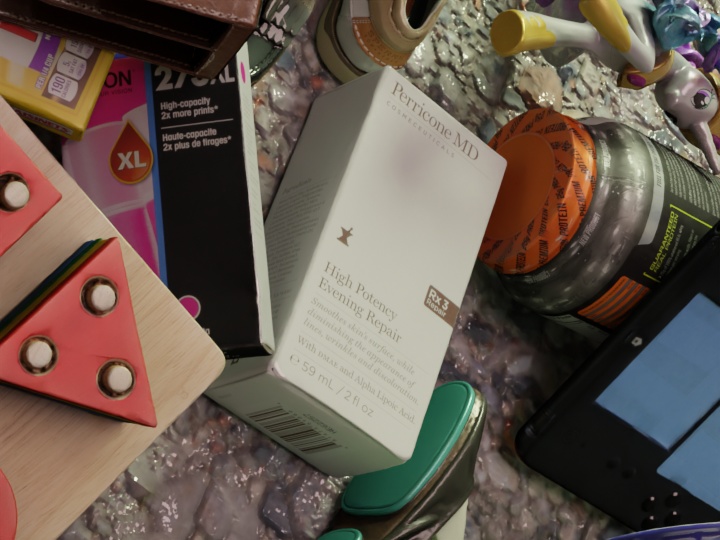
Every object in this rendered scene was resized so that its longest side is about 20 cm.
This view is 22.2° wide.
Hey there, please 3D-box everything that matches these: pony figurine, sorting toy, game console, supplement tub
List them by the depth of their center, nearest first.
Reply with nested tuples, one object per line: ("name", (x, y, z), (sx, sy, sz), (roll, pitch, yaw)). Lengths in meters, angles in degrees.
("sorting toy", (-0.181, 0.036, 0.792), (0.200, 0.070, 0.199), (-45, 106, -19))
("pony figurine", (0.146, -0.164, 1.067), (0.200, 0.166, 0.194), (25, 45, -43))
("game console", (0.211, 0.073, 1.079), (0.176, 0.200, 0.031), (31, 19, -34))
("supplement tub", (0.164, -0.014, 1.097), (0.199, 0.122, 0.123), (26, 62, -32))

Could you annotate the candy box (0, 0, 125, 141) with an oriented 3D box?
("candy box", (-0.149, -0.174, 0.906), (0.102, 0.026, 0.201), (21, 76, -9))

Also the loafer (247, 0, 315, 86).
("loafer", (-0.044, -0.187, 1.017), (0.072, 0.063, 0.201), (35, 57, -26))

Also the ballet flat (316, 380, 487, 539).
("ballet flat", (0.010, 0.147, 0.968), (0.200, 0.068, 0.069), (-47, 117, -27))

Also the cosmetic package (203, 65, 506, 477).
("cosmetic package", (0.000, 0.000, 0.992), (0.101, 0.074, 0.201), (35, 59, -27))

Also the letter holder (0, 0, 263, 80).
("letter holder", (-0.104, -0.212, 0.858), (0.141, 0.101, 0.201), (14, 79, -13))

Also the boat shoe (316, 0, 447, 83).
("boat shoe", (0.037, -0.199, 1.083), (0.075, 0.068, 0.201), (31, 59, -28))

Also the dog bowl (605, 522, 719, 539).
("dog bowl", (0.215, 0.198, 1.026), (0.199, 0.200, 0.079), (14, 65, -36))

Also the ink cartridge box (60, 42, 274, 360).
("ink cartridge box", (-0.099, -0.052, 0.916), (0.037, 0.094, 0.201), (58, 25, -74))
